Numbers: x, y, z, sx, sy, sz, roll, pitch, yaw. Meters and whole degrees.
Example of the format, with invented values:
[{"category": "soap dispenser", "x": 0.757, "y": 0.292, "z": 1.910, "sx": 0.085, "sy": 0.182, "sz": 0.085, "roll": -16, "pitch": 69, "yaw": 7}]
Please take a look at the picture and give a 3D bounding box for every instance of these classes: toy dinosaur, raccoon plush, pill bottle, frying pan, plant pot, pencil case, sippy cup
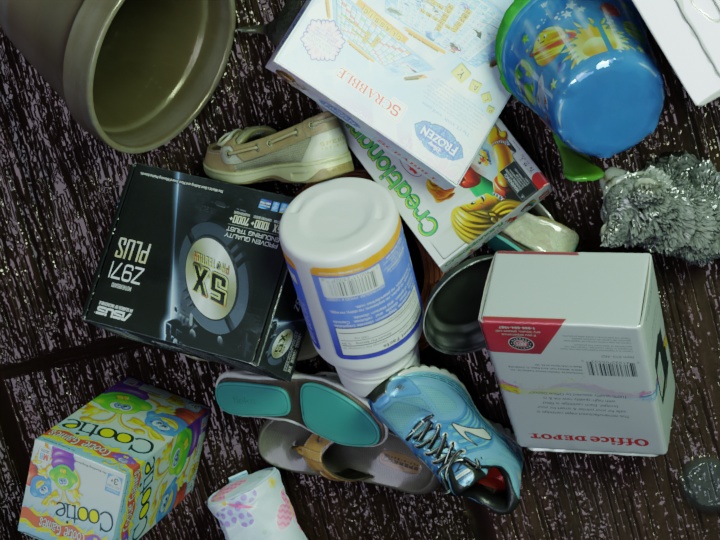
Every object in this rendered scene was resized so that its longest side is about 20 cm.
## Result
[{"category": "toy dinosaur", "x": -0.038, "y": -0.241, "z": 1.596, "sx": 0.199, "sy": 0.103, "sz": 0.077, "roll": -4, "pitch": 144, "yaw": 20}, {"category": "raccoon plush", "x": 0.300, "y": -0.039, "z": 1.515, "sx": 0.199, "sy": 0.134, "sz": 0.097, "roll": 21, "pitch": 109, "yaw": 13}, {"category": "pill bottle", "x": -0.001, "y": 0.022, "z": 1.599, "sx": 0.111, "sy": 0.112, "sz": 0.201, "roll": 2, "pitch": 136, "yaw": 19}, {"category": "frying pan", "x": 0.129, "y": 0.043, "z": 1.612, "sx": 0.115, "sy": 0.190, "sz": 0.031, "roll": -45, "pitch": 47, "yaw": 12}, {"category": "plant pot", "x": -0.246, "y": -0.237, "z": 1.643, "sx": 0.173, "sy": 0.200, "sz": 0.201, "roll": 30, "pitch": 113, "yaw": 28}, {"category": "pencil case", "x": -0.082, "y": 0.302, "z": 1.768, "sx": 0.083, "sy": 0.091, "sz": 0.201, "roll": -25, "pitch": 96, "yaw": 9}, {"category": "sippy cup", "x": 0.194, "y": -0.167, "z": 1.457, "sx": 0.139, "sy": 0.131, "sz": 0.178, "roll": -35, "pitch": 124, "yaw": 12}]

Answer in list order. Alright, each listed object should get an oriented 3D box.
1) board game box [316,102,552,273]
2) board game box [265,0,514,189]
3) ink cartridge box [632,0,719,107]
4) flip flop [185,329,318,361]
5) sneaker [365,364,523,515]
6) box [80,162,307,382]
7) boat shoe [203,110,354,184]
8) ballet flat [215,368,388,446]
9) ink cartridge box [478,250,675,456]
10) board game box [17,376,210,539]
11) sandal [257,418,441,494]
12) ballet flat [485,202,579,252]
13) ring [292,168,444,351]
[{"category": "board game box", "x": 0.067, "y": -0.114, "z": 1.584, "sx": 0.126, "sy": 0.035, "sz": 0.200, "roll": -37, "pitch": 74, "yaw": 2}, {"category": "board game box", "x": 0.050, "y": -0.209, "z": 1.527, "sx": 0.199, "sy": 0.041, "sz": 0.200, "roll": 34, "pitch": 80, "yaw": -11}, {"category": "ink cartridge box", "x": 0.314, "y": -0.244, "z": 1.420, "sx": 0.144, "sy": 0.200, "sz": 0.148, "roll": -32, "pitch": 93, "yaw": 24}, {"category": "flip flop", "x": -0.110, "y": 0.060, "z": 1.717, "sx": 0.199, "sy": 0.058, "sz": 0.082, "roll": -6, "pitch": 105, "yaw": 28}, {"category": "sneaker", "x": 0.089, "y": 0.163, "z": 1.626, "sx": 0.200, "sy": 0.090, "sz": 0.078, "roll": 35, "pitch": 117, "yaw": -28}, {"category": "box", "x": -0.146, "y": 0.001, "z": 1.664, "sx": 0.199, "sy": 0.086, "sz": 0.165, "roll": 14, "pitch": 81, "yaw": 23}, {"category": "boat shoe", "x": -0.083, "y": -0.119, "z": 1.632, "sx": 0.200, "sy": 0.073, "sz": 0.064, "roll": 7, "pitch": 111, "yaw": 54}, {"category": "ballet flat", "x": -0.050, "y": 0.124, "z": 1.712, "sx": 0.199, "sy": 0.069, "sz": 0.070, "roll": 9, "pitch": 107, "yaw": 28}, {"category": "ink cartridge box", "x": 0.200, "y": 0.077, "z": 1.558, "sx": 0.145, "sy": 0.083, "sz": 0.201, "roll": 1, "pitch": 142, "yaw": 19}, {"category": "board game box", "x": -0.245, "y": 0.197, "z": 1.735, "sx": 0.104, "sy": 0.200, "sz": 0.104, "roll": 19, "pitch": 110, "yaw": 13}, {"category": "sandal", "x": -0.014, "y": 0.186, "z": 1.729, "sx": 0.199, "sy": 0.055, "sz": 0.082, "roll": 15, "pitch": 109, "yaw": 17}, {"category": "ballet flat", "x": 0.117, "y": -0.061, "z": 1.620, "sx": 0.199, "sy": 0.068, "sz": 0.062, "roll": 35, "pitch": 74, "yaw": 15}, {"category": "ring", "x": 0.000, "y": 0.000, "z": 1.695, "sx": 0.199, "sy": 0.019, "sz": 0.202, "roll": 5, "pitch": 107, "yaw": 18}]
